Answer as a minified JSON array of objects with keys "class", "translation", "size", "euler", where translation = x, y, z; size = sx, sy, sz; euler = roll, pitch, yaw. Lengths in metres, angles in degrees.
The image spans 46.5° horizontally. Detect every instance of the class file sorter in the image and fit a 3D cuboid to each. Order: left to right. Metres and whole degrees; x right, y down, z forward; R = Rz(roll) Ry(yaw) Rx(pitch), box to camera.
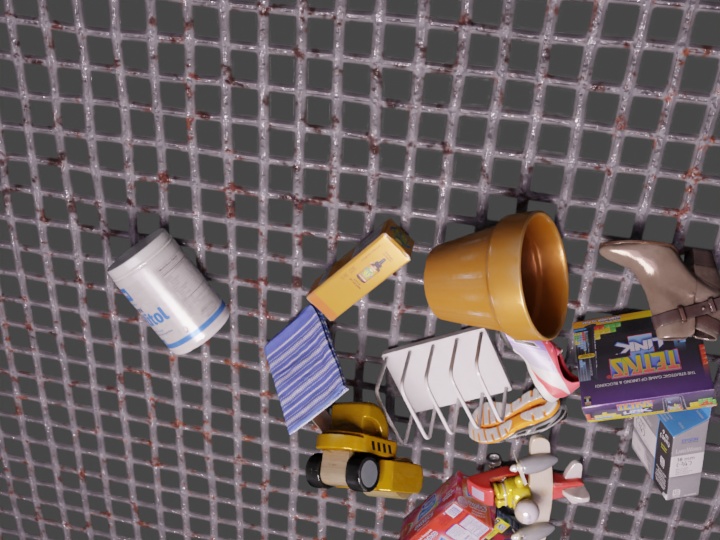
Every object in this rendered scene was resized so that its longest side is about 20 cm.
[{"class":"file sorter","translation":[0.146,0.208,1.475],"size":[0.200,0.125,0.139],"euler":[-17,114,22]}]

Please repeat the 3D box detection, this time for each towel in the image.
[{"class":"towel","translation":[-0.103,0.170,1.486],"size":[0.145,0.200,0.024],"euler":[-41,136,19]}]

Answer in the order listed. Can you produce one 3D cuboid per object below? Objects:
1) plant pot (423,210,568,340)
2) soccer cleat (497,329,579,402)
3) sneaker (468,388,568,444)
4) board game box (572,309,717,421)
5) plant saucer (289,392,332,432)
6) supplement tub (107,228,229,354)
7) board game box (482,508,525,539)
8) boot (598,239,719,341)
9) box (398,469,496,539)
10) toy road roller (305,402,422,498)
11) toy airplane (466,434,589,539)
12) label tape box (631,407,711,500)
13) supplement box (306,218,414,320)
[{"class":"plant pot","translation":[0.209,0.014,1.333],"size":[0.183,0.200,0.200],"euler":[-5,118,34]},{"class":"soccer cleat","translation":[0.297,0.126,1.417],"size":[0.073,0.068,0.200],"euler":[-33,91,32]},{"class":"sneaker","translation":[0.284,0.273,1.517],"size":[0.200,0.078,0.077],"euler":[-24,142,35]},{"class":"board game box","translation":[0.451,0.147,1.346],"size":[0.200,0.165,0.057],"euler":[-12,138,19]},{"class":"plant saucer","translation":[-0.071,0.278,1.560],"size":[0.034,0.200,0.200],"euler":[-39,106,-8]},{"class":"supplement tub","translation":[-0.343,0.039,1.509],"size":[0.132,0.132,0.200],"euler":[-29,108,26]},{"class":"board game box","translation":[0.294,0.582,1.689],"size":[0.200,0.062,0.200],"euler":[35,120,-8]},{"class":"boot","translation":[0.469,0.035,1.298],"size":[0.200,0.070,0.146],"euler":[5,77,4]},{"class":"box","translation":[0.169,0.503,1.656],"size":[0.100,0.095,0.200],"euler":[35,121,-6]},{"class":"toy road roller","translation":[0.012,0.306,1.431],"size":[0.123,0.146,0.200],"euler":[-7,158,39]},{"class":"toy airplane","translation":[0.321,0.413,1.542],"size":[0.200,0.141,0.199],"euler":[42,118,-9]},{"class":"label tape box","translation":[0.516,0.256,1.400],"size":[0.063,0.144,0.200],"euler":[-7,117,-4]},{"class":"supplement box","translation":[0.000,0.000,1.439],"size":[0.067,0.069,0.200],"euler":[45,121,-13]}]
